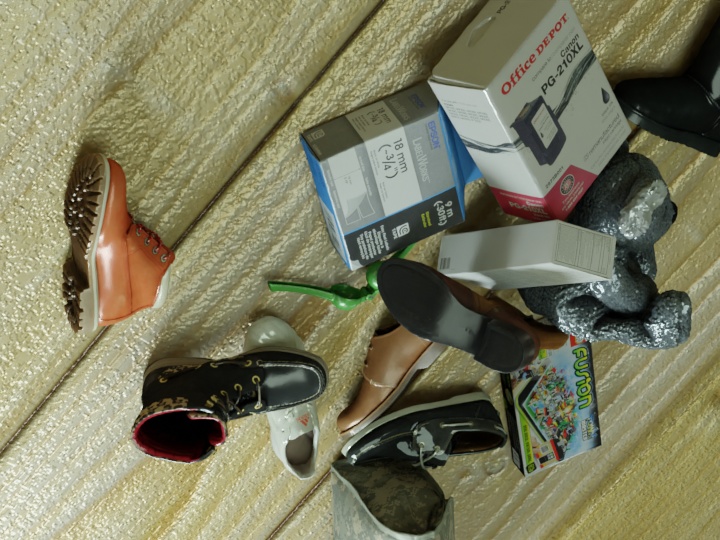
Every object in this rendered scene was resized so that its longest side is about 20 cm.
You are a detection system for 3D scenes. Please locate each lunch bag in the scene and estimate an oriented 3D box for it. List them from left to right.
[{"bbox_3d":[0.047,0.321,1.841,0.117,0.200,0.165,-9,115,-19],"label":"lunch bag"}]

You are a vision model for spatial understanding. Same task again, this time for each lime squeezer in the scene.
[{"bbox_3d":[0.000,0.000,1.735,0.199,0.038,0.071,-24,109,-9],"label":"lime squeezer"}]

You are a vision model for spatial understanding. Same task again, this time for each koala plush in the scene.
[{"bbox_3d":[0.274,-0.040,1.754,0.183,0.178,0.201,3,123,-13],"label":"koala plush"}]

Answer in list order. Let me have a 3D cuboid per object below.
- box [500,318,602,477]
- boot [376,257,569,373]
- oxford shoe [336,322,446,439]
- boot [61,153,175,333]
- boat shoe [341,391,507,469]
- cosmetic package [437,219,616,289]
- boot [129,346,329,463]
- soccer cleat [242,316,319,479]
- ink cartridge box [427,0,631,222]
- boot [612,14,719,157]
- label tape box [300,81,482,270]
[{"bbox_3d":[0.226,0.146,1.931,0.110,0.035,0.201,-21,127,-12],"label":"box"},{"bbox_3d":[0.124,0.036,1.736,0.069,0.188,0.200,-69,164,13],"label":"boot"},{"bbox_3d":[0.029,0.106,1.805,0.071,0.071,0.200,39,110,-1],"label":"oxford shoe"},{"bbox_3d":[-0.233,-0.033,1.582,0.107,0.075,0.201,-10,132,-23],"label":"boot"},{"bbox_3d":[0.075,0.193,1.852,0.199,0.068,0.072,-10,150,-25],"label":"boat shoe"},{"bbox_3d":[0.172,-0.015,1.705,0.082,0.200,0.051,16,78,-31],"label":"cosmetic package"},{"bbox_3d":[-0.136,0.136,1.646,0.199,0.151,0.073,0,108,3],"label":"boot"},{"bbox_3d":[-0.078,0.138,1.754,0.069,0.078,0.201,-20,126,-12],"label":"soccer cleat"},{"bbox_3d":[0.176,-0.169,1.647,0.145,0.084,0.200,-51,131,-20],"label":"ink cartridge box"},{"bbox_3d":[0.371,-0.217,1.745,0.198,0.073,0.163,13,116,-39],"label":"boot"},{"bbox_3d":[0.053,-0.108,1.669,0.199,0.063,0.145,-24,128,-9],"label":"label tape box"}]
